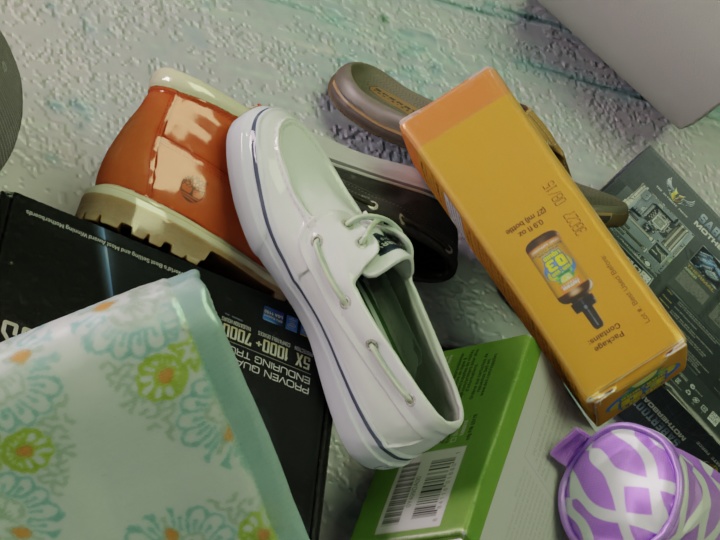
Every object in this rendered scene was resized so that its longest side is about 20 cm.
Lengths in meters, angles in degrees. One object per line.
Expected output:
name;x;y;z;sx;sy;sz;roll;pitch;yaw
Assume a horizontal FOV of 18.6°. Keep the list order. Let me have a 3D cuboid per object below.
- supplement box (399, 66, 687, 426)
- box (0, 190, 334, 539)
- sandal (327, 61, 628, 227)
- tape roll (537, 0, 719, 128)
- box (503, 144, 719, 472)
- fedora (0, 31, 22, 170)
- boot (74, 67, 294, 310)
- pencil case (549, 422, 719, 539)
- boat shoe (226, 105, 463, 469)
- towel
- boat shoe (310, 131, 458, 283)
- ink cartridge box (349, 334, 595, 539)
supplement box;0.102;-0.013;1.234;0.066;0.069;0.200;-31;69;-4
box;-0.121;0.077;1.102;0.200;0.086;0.164;23;50;-21
sandal;0.075;-0.083;1.331;0.200;0.055;0.082;32;20;14
tape roll;0.230;-0.214;1.467;0.139;0.203;0.203;41;46;-3
box;0.204;0.036;1.382;0.200;0.051;0.158;46;46;1
fedora;-0.238;-0.102;1.115;0.090;0.177;0.200;31;23;-56
boot;-0.049;-0.030;1.184;0.200;0.075;0.107;30;70;-31
pencil case;0.186;0.149;1.216;0.200;0.084;0.086;37;15;-48
boat shoe;0.000;0.000;1.126;0.074;0.067;0.200;-21;86;-53
towel;-0.117;0.116;0.995;0.171;0.048;0.200;-23;112;-9
boat shoe;-0.025;-0.030;1.261;0.200;0.070;0.066;14;52;-37
ink cartridge box;0.091;0.159;1.210;0.200;0.076;0.148;56;38;-30
